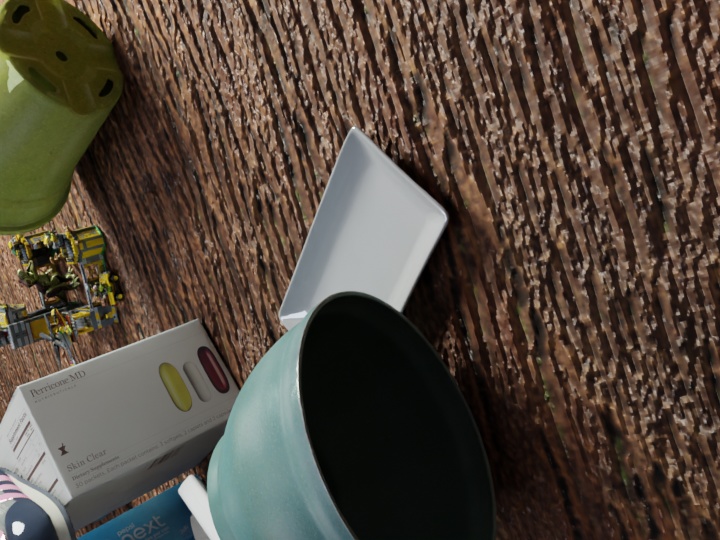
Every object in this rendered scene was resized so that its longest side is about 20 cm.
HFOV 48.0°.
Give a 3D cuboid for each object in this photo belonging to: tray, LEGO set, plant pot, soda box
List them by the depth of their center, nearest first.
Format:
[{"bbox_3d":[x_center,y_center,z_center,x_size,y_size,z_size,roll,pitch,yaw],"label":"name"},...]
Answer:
[{"bbox_3d":[-0.018,0.135,0.544,0.133,0.199,0.204,-31,82,29],"label":"plant pot"},{"bbox_3d":[0.000,0.000,0.628,0.107,0.022,0.202,46,132,25],"label":"tray"},{"bbox_3d":[-0.341,-0.169,0.813,0.183,0.199,0.204,-31,82,35],"label":"plant pot"},{"bbox_3d":[-0.236,0.298,0.846,0.067,0.198,0.065,36,128,30],"label":"soda box"},{"bbox_3d":[-0.381,0.024,0.955,0.197,0.115,0.158,9,111,43],"label":"LEGO set"}]

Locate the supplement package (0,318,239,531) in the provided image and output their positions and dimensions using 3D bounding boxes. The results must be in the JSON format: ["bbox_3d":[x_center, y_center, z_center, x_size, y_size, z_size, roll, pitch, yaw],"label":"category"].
[{"bbox_3d":[-0.238,0.159,0.799,0.112,0.198,0.156,55,134,13],"label":"supplement package"}]

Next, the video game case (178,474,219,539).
[{"bbox_3d":[-0.056,0.262,0.668,0.182,0.023,0.199,48,167,-28],"label":"video game case"}]

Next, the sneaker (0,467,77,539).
[{"bbox_3d":[-0.325,0.224,0.705,0.197,0.081,0.072,-4,103,45],"label":"sneaker"}]

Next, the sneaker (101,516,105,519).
[{"bbox_3d":[-0.390,0.297,1.093,0.131,0.079,0.201,53,135,20],"label":"sneaker"}]

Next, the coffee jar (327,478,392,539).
[{"bbox_3d":[0.028,0.235,0.622,0.199,0.104,0.086,38,162,30],"label":"coffee jar"}]

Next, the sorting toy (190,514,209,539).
[{"bbox_3d":[-0.107,0.316,0.740,0.183,0.105,0.199,68,164,-15],"label":"sorting toy"}]
